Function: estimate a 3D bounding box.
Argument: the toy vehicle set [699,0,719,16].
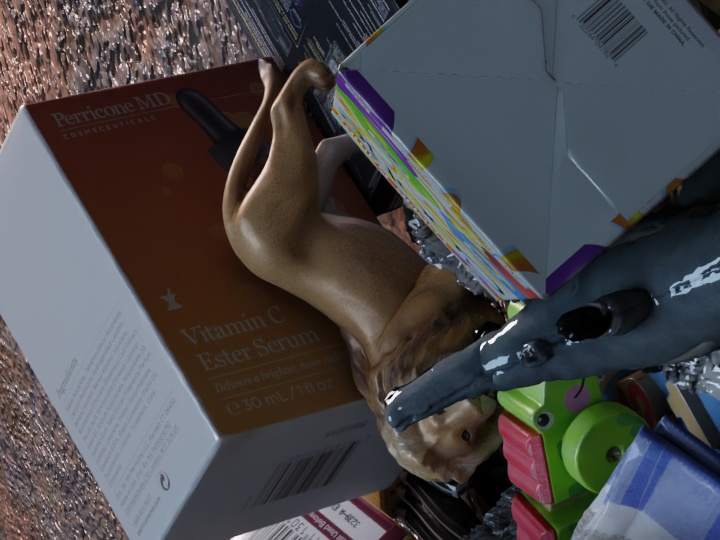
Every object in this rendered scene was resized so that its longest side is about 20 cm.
[{"bbox_3d":[0.099,-0.187,0.998,0.027,0.124,0.200,27,-167,-47],"label":"toy vehicle set"}]

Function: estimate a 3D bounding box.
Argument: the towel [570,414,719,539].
[{"bbox_3d":[0.136,0.169,1.200,0.147,0.024,0.200,36,128,12],"label":"towel"}]

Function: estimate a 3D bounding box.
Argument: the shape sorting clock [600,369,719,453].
[{"bbox_3d":[0.162,0.126,1.238,0.200,0.039,0.200,48,151,39],"label":"shape sorting clock"}]

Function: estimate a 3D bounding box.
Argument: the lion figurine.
[{"bbox_3d":[0.000,0.000,1.293,0.200,0.123,0.072,36,166,14],"label":"lion figurine"}]

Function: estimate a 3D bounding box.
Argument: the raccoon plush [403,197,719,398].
[{"bbox_3d":[0.105,-0.053,1.162,0.200,0.097,0.134,26,127,22],"label":"raccoon plush"}]

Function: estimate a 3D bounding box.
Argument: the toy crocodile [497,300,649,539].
[{"bbox_3d":[0.092,0.104,1.248,0.068,0.062,0.200,40,147,58],"label":"toy crocodile"}]

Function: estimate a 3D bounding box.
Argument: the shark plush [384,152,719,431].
[{"bbox_3d":[0.095,0.005,1.075,0.083,0.200,0.091,-24,-78,-69],"label":"shark plush"}]

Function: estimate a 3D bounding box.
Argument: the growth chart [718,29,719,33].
[{"bbox_3d":[0.178,-0.076,1.043,0.145,0.018,0.200,56,155,27],"label":"growth chart"}]

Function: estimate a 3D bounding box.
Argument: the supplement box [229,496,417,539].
[{"bbox_3d":[0.016,0.198,1.471,0.110,0.086,0.200,35,167,51],"label":"supplement box"}]

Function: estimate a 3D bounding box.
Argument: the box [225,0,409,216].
[{"bbox_3d":[-0.015,-0.145,1.372,0.200,0.044,0.160,60,156,18],"label":"box"}]

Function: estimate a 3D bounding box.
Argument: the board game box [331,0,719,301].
[{"bbox_3d":[0.060,-0.059,1.018,0.105,0.103,0.200,48,179,0],"label":"board game box"}]

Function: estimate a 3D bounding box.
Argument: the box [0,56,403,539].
[{"bbox_3d":[-0.072,0.015,1.366,0.200,0.152,0.106,57,140,23],"label":"box"}]

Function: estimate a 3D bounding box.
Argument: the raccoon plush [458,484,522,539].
[{"bbox_3d":[0.036,0.136,1.328,0.097,0.200,0.134,10,85,58],"label":"raccoon plush"}]

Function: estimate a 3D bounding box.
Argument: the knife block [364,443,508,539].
[{"bbox_3d":[0.021,0.087,1.480,0.176,0.064,0.200,66,157,5],"label":"knife block"}]
